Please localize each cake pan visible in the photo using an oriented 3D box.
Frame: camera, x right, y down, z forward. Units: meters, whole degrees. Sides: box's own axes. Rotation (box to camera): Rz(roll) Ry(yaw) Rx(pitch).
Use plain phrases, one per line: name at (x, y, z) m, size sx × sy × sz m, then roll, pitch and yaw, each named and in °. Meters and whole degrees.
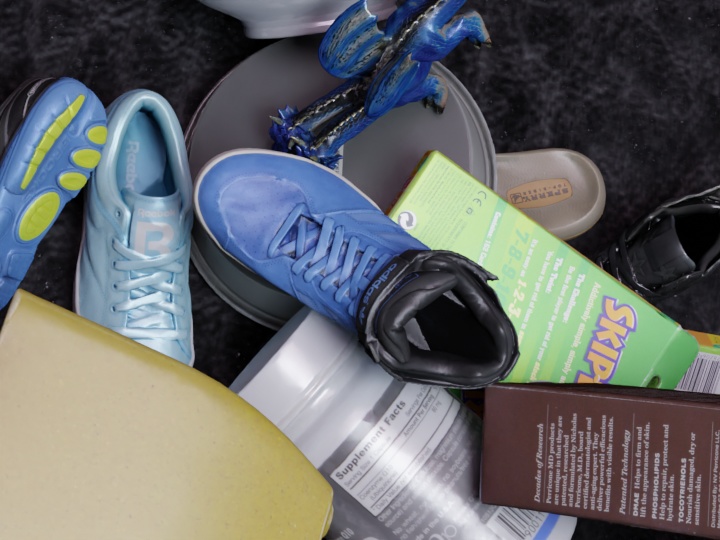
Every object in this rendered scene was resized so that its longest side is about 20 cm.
cake pan at (-0.017, -0.059, 1.435) m, size 0.199 × 0.037 × 0.201 m, roll -2°, pitch 73°, yaw 5°

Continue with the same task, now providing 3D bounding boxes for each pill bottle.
pill bottle at (0.018, 0.115, 1.375) m, size 0.200 × 0.114 × 0.114 m, roll 42°, pitch 68°, yaw -4°

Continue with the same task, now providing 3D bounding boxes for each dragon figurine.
dragon figurine at (0.018, -0.124, 1.360) m, size 0.099 × 0.200 × 0.059 m, roll -26°, pitch 70°, yaw -43°

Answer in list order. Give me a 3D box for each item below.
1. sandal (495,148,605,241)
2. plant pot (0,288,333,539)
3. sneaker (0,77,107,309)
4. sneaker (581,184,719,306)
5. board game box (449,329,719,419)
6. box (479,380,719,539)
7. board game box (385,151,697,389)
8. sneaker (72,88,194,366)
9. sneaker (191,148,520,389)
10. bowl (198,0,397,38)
sandal at (0.067, -0.037, 1.473) m, size 0.199 × 0.054 × 0.081 m, roll -15°, pitch 78°, yaw -18°
plant pot at (-0.129, 0.153, 1.286) m, size 0.199 × 0.196 × 0.195 m, roll 19°, pitch 70°, yaw -7°
sneaker at (-0.228, -0.032, 1.392) m, size 0.200 × 0.083 × 0.071 m, roll -53°, pitch 127°, yaw -8°
sneaker at (0.173, -0.005, 1.464) m, size 0.199 × 0.104 × 0.060 m, roll -28°, pitch 82°, yaw -20°
board game box at (0.121, 0.070, 1.442) m, size 0.199 × 0.030 × 0.096 m, roll 10°, pitch 112°, yaw -14°
box at (0.169, 0.101, 1.273) m, size 0.100 × 0.200 × 0.075 m, roll 3°, pitch 92°, yaw -44°
board game box at (0.095, 0.026, 1.386) m, size 0.200 × 0.030 × 0.096 m, roll 35°, pitch 88°, yaw -8°
sneaker at (-0.132, -0.012, 1.398) m, size 0.074 × 0.082 × 0.201 m, roll -5°, pitch 78°, yaw -15°
sneaker at (0.001, -0.001, 1.292) m, size 0.200 × 0.111 × 0.077 m, roll 35°, pitch 89°, yaw -9°
bowl at (-0.031, -0.193, 1.441) m, size 0.200 × 0.201 × 0.091 m, roll -11°, pitch 102°, yaw -17°
